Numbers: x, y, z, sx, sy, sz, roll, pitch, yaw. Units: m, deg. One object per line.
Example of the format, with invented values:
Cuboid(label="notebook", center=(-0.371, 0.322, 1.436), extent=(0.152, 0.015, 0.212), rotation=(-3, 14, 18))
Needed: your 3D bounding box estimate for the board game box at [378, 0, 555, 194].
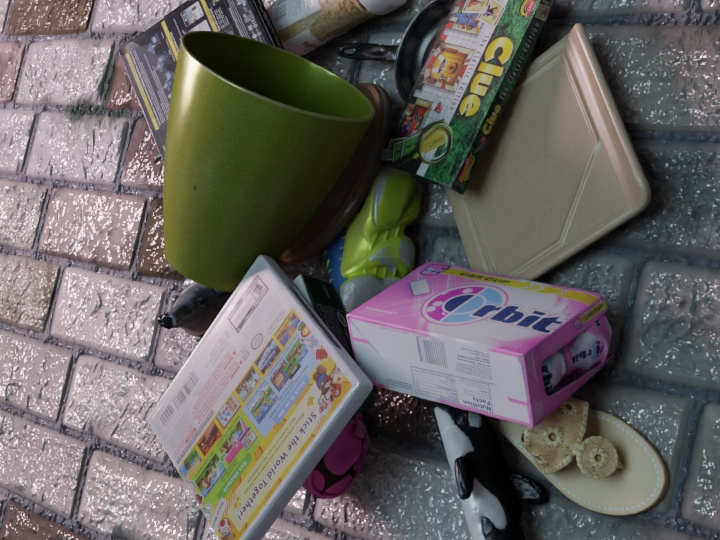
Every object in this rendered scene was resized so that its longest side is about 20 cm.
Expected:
Cuboid(label="board game box", center=(0.097, -0.175, 1.175), extent=(0.104, 0.023, 0.202), rotation=(24, 88, 44))

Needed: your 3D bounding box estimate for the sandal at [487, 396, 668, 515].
Cuboid(label="sandal", center=(0.147, 0.130, 1.051), extent=(0.211, 0.069, 0.078), rotation=(36, 103, 44))

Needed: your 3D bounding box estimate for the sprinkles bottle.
Cuboid(label="sprinkles bottle", center=(-0.041, -0.273, 1.359), extent=(0.199, 0.068, 0.069), rotation=(-19, 65, 40))

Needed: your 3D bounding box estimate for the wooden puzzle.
Cuboid(label="wooden puzzle", center=(0.155, -0.087, 1.137), extent=(0.200, 0.037, 0.187), rotation=(-39, 54, 36))

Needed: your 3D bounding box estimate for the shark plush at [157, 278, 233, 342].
Cuboid(label="shark plush", center=(-0.155, 0.018, 1.305), extent=(0.083, 0.199, 0.091), rotation=(-45, 73, 22))

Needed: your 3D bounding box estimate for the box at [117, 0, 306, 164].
Cuboid(label="box", center=(-0.149, -0.190, 1.336), extent=(0.160, 0.049, 0.201), rotation=(-31, 64, 10))

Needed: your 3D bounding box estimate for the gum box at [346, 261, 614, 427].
Cuboid(label="gum box", center=(0.100, 0.057, 1.070), extent=(0.199, 0.113, 0.067), rotation=(11, 122, 43))

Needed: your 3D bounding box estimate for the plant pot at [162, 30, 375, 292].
Cuboid(label="plant pot", center=(-0.107, -0.089, 1.197), extent=(0.187, 0.186, 0.202), rotation=(42, 118, 43))

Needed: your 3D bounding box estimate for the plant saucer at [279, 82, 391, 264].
Cuboid(label="plant saucer", center=(-0.040, -0.102, 1.290), extent=(0.200, 0.029, 0.202), rotation=(-42, 33, 35))

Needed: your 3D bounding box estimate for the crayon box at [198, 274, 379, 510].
Cuboid(label="crayon box", center=(-0.084, 0.115, 1.185), extent=(0.200, 0.051, 0.127), rotation=(-41, 54, 25))

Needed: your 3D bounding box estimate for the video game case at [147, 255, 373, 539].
Cuboid(label="video game case", center=(-0.095, 0.118, 1.145), extent=(0.201, 0.023, 0.182), rotation=(-54, 49, 15))

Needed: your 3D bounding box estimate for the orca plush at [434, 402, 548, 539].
Cuboid(label="orca plush", center=(0.120, 0.194, 1.060), extent=(0.070, 0.106, 0.201), rotation=(-17, 50, 3))

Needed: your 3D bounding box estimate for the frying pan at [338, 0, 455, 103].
Cuboid(label="frying pan", center=(0.052, -0.198, 1.271), extent=(0.189, 0.031, 0.116), rotation=(-20, 62, 43))

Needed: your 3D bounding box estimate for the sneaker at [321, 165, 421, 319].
Cuboid(label="sneaker", center=(0.000, 0.000, 1.246), extent=(0.105, 0.075, 0.202), rotation=(-1, 70, 57))

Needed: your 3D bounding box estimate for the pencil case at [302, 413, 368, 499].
Cuboid(label="pencil case", center=(-0.071, 0.136, 1.261), extent=(0.094, 0.091, 0.199), rotation=(-46, 46, -11))
